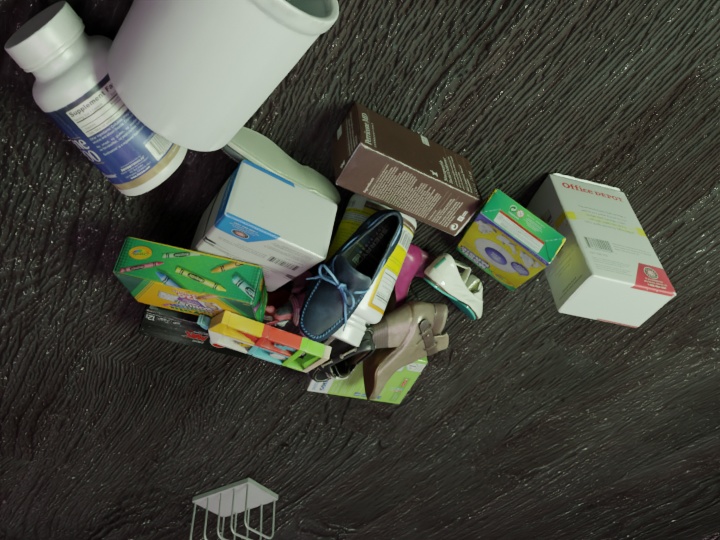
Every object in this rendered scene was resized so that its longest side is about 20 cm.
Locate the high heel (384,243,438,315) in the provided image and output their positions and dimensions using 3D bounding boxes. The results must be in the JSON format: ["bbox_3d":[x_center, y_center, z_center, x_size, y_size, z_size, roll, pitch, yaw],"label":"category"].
[{"bbox_3d":[0.043,0.035,0.966,0.094,0.068,0.202,15,118,-33],"label":"high heel"}]

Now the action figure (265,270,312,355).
[{"bbox_3d":[-0.056,0.059,0.909,0.196,0.138,0.148,-14,180,-28],"label":"action figure"}]

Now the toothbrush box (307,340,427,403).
[{"bbox_3d":[0.008,0.168,1.085,0.195,0.087,0.147,10,133,-17],"label":"toothbrush box"}]

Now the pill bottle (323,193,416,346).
[{"bbox_3d":[0.000,0.000,0.824,0.107,0.204,0.109,22,172,3],"label":"pill bottle"}]

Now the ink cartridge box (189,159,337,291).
[{"bbox_3d":[-0.143,-0.051,0.797,0.143,0.086,0.199,23,156,-24],"label":"ink cartridge box"}]

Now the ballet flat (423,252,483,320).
[{"bbox_3d":[0.173,0.028,0.970,0.068,0.071,0.199,-26,146,21],"label":"ballet flat"}]

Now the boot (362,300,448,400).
[{"bbox_3d":[0.079,0.138,0.977,0.142,0.071,0.203,-10,134,-16],"label":"boot"}]

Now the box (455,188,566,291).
[{"bbox_3d":[0.207,-0.035,0.833,0.116,0.049,0.200,37,170,8],"label":"box"}]

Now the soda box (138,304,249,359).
[{"bbox_3d":[-0.277,0.090,0.995,0.196,0.064,0.071,18,132,-22],"label":"soda box"}]

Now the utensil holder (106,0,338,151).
[{"bbox_3d":[-0.147,-0.250,0.587,0.168,0.173,0.199,31,128,-32],"label":"utensil holder"}]

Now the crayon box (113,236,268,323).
[{"bbox_3d":[-0.237,0.021,0.825,0.194,0.060,0.119,12,158,0],"label":"crayon box"}]

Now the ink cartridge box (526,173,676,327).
[{"bbox_3d":[0.340,-0.033,0.831,0.141,0.204,0.084,10,138,-16],"label":"ink cartridge box"}]

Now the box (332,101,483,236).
[{"bbox_3d":[0.062,-0.135,0.772,0.196,0.102,0.075,18,131,-24],"label":"box"}]

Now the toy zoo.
[{"bbox_3d":[-0.154,0.108,0.872,0.196,0.021,0.131,21,155,-15],"label":"toy zoo"}]

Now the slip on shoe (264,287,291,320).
[{"bbox_3d":[-0.179,0.023,0.934,0.197,0.075,0.061,31,124,-25],"label":"slip on shoe"}]

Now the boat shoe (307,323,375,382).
[{"bbox_3d":[-0.033,0.147,0.939,0.072,0.061,0.200,-1,148,-35],"label":"boat shoe"}]

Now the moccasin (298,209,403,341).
[{"bbox_3d":[-0.016,-0.002,0.732,0.079,0.203,0.068,32,172,-2],"label":"moccasin"}]

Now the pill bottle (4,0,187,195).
[{"bbox_3d":[-0.303,-0.196,0.666,0.108,0.113,0.201,-19,134,15],"label":"pill bottle"}]

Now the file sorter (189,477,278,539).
[{"bbox_3d":[-0.341,0.670,1.538,0.196,0.127,0.139,-24,134,18],"label":"file sorter"}]

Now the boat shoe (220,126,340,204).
[{"bbox_3d":[-0.117,-0.126,0.784,0.198,0.074,0.062,27,124,-35],"label":"boat shoe"}]
